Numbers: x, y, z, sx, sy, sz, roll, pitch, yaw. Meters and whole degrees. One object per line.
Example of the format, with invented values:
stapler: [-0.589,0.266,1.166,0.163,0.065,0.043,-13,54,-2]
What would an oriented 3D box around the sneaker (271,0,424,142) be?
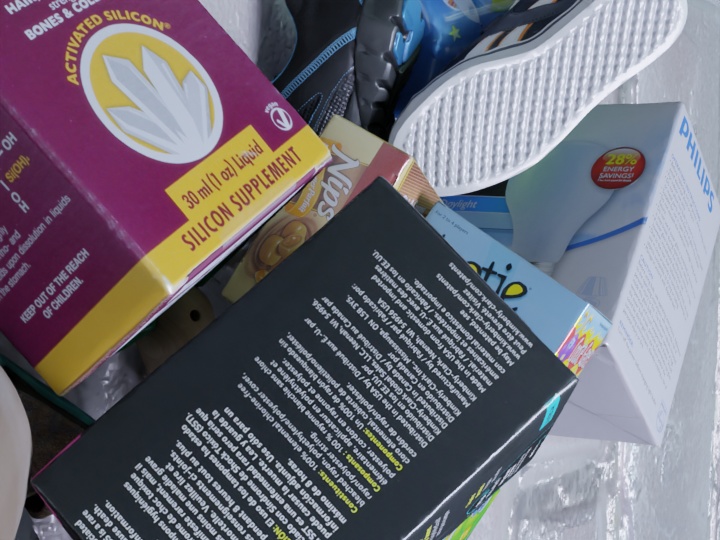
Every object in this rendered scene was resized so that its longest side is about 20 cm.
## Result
sneaker: [-0.018,-0.084,0.952,0.073,0.082,0.201,-33,139,-64]

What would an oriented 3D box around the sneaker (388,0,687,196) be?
sneaker: [0.101,-0.117,0.937,0.079,0.200,0.079,58,-1,-22]

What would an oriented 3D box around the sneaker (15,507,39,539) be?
sneaker: [-0.151,0.189,0.737,0.115,0.075,0.201,-36,121,-68]

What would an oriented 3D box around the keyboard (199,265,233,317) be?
keyboard: [-0.054,0.057,0.954,0.200,0.011,0.057,44,60,-50]

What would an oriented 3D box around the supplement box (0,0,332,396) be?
supplement box: [-0.132,-0.072,0.650,0.200,0.103,0.131,48,43,-3]

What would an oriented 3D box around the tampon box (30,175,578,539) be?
tampon box: [-0.025,0.088,0.693,0.200,0.126,0.150,-40,167,-16]

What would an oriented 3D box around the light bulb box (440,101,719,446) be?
light bulb box: [0.122,-0.003,1.053,0.125,0.197,0.201,58,44,-45]

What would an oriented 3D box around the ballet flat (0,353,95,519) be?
ballet flat: [-0.184,0.057,0.695,0.067,0.068,0.200,-51,136,-12]

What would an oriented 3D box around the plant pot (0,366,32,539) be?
plant pot: [-0.210,0.097,0.563,0.174,0.199,0.201,-61,142,-63]

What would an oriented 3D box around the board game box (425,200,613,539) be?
board game box: [0.039,0.079,0.860,0.200,0.105,0.103,-56,162,3]

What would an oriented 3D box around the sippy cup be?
sippy cup: [0.052,-0.158,1.008,0.130,0.178,0.140,-23,140,-44]

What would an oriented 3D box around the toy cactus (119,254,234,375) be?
toy cactus: [-0.110,-0.001,0.805,0.200,0.102,0.166,-56,154,-44]

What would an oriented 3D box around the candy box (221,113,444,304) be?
candy box: [0.000,0.000,0.889,0.116,0.055,0.200,-59,160,-5]
